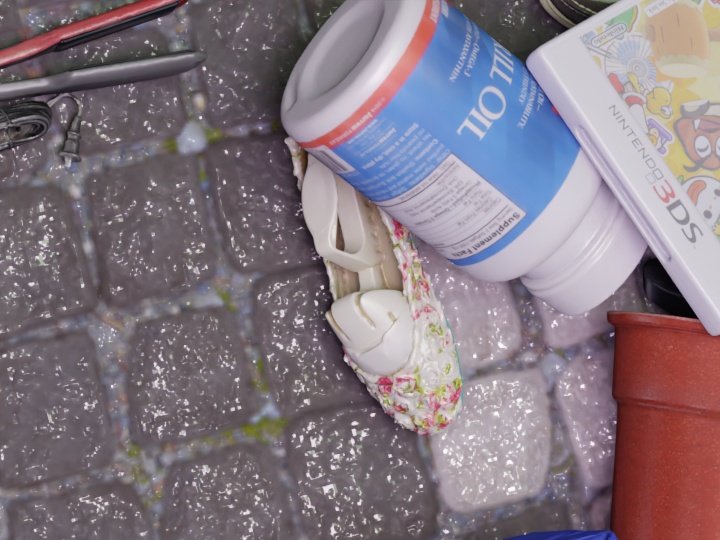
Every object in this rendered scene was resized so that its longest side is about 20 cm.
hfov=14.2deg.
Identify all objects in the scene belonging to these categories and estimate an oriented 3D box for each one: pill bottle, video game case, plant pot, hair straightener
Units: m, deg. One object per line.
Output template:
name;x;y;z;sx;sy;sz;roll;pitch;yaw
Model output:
pill bottle;0.064;-0.064;1.586;0.200;0.112;0.112;36;73;-23
video game case;0.216;-0.086;1.585;0.200;0.023;0.182;-31;83;-27
plant pot;0.224;0.134;1.635;0.201;0.201;0.195;9;88;-17
hair straightener;-0.177;-0.093;1.604;0.200;0.041;0.077;-18;88;-20

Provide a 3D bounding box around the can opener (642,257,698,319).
can opener;0.266;0.005;1.688;0.200;0.079;0.063;11;68;8

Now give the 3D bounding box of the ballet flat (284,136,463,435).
ballet flat;0.000;0.000;1.630;0.064;0.076;0.200;-4;74;-54

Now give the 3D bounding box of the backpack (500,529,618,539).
backpack;0.082;0.249;1.512;0.162;0.168;0.200;-11;90;-23

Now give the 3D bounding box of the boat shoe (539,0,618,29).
boat shoe;0.205;-0.162;1.725;0.200;0.065;0.073;10;80;-16
